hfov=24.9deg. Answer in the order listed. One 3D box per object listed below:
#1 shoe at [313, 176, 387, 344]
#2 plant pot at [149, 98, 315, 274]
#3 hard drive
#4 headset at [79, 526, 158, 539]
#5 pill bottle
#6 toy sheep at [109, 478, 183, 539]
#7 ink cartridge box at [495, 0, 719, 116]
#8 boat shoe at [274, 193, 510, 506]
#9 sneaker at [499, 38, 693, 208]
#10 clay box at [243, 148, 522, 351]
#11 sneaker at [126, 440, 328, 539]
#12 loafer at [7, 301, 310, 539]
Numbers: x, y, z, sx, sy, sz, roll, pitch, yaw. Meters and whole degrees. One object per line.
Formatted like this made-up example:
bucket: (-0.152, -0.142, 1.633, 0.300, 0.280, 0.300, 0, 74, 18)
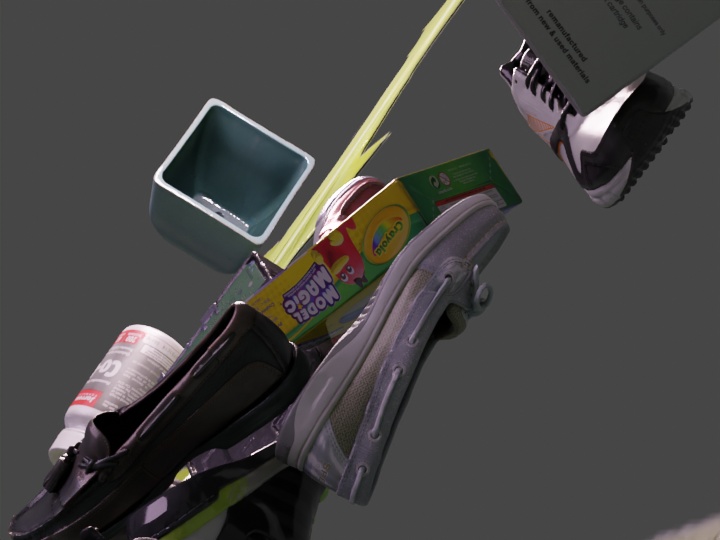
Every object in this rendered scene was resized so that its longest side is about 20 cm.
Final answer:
shoe: (-0.001, -0.009, 1.285, 0.091, 0.071, 0.200, -41, 20, 52)
plant pot: (-0.221, -0.108, 2.584, 0.196, 0.196, 0.200, -59, 1, -35)
hard drive: (-0.080, 0.086, 1.188, 0.140, 0.038, 0.200, -53, 31, 9)
headset: (-0.137, 0.219, 0.818, 0.124, 0.094, 0.200, 46, 122, 48)
pill bottle: (-0.306, 0.178, 2.082, 0.200, 0.114, 0.114, -58, 9, -31)
toy sheep: (-0.135, 0.193, 0.976, 0.138, 0.138, 0.200, -51, 22, 16)
ink cartridge box: (0.155, -0.188, 0.811, 0.200, 0.083, 0.147, -36, 25, 11)
boat shoe: (0.030, 0.042, 0.933, 0.202, 0.065, 0.074, -51, -13, -26)
sneaker: (0.118, -0.089, 0.882, 0.074, 0.080, 0.200, -51, 9, 4)
clay box: (0.000, 0.000, 1.066, 0.200, 0.048, 0.115, -39, -11, 36)
sneaker: (-0.060, 0.151, 0.920, 0.072, 0.083, 0.200, -36, -10, 27)
loafer: (-0.124, 0.089, 0.920, 0.200, 0.063, 0.072, -35, 27, 5)
